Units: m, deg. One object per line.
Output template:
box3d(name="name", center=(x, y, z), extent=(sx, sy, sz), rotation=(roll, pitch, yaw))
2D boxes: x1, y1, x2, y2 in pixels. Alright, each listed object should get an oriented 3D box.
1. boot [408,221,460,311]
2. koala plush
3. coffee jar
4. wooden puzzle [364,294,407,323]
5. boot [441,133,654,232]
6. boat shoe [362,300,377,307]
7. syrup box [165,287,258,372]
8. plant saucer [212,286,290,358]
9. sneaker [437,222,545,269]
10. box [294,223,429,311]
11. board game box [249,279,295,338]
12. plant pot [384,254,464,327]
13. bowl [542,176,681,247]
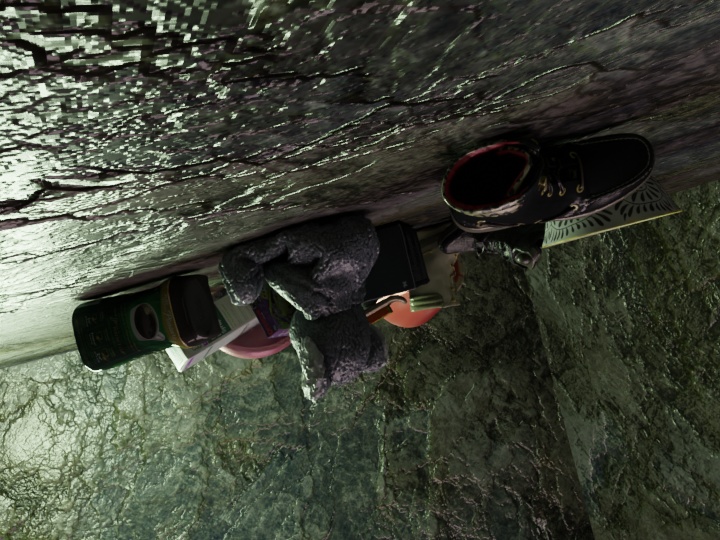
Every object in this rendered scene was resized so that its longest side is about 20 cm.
box3d(name="boot", center=(0.172, -0.012, 1.153), extent=(0.198, 0.156, 0.072), rotation=(-15, 177, 5))
box3d(name="koala plush", center=(-0.043, 0.049, 0.748), extent=(0.183, 0.202, 0.177), rotation=(-16, 176, 36))
box3d(name="coffee jar", center=(-0.303, 0.073, 0.878), extent=(0.198, 0.105, 0.085), rotation=(-14, 180, 11))
box3d(name="wooden puzzle", center=(-0.007, 0.096, 1.079), extent=(0.198, 0.038, 0.185), rotation=(-26, 175, 3))
box3d(name="boot", center=(0.171, -0.084, 0.551), extent=(0.202, 0.074, 0.154), rotation=(-15, 175, 15))
box3d(name="boat shoe", center=(0.034, 0.023, 1.203), extent=(0.071, 0.071, 0.201), rotation=(-13, -154, 22))
box3d(name="syrup box", center=(-0.256, 0.091, 1.098), extent=(0.199, 0.079, 0.081), rotation=(-31, 173, -37))
box3d(name="plant saucer", center=(-0.218, 0.104, 1.218), extent=(0.199, 0.201, 0.051), rotation=(-13, 133, -29))
box3d(name="sneaker", center=(0.238, -0.050, 1.063), extent=(0.197, 0.115, 0.076), rotation=(-15, 149, -2))
box3d(name="box", center=(0.000, 0.000, 1.016), extent=(0.198, 0.105, 0.182), rotation=(-15, 179, 12))
box3d(name="board game box", center=(-0.125, 0.049, 1.019), extent=(0.032, 0.121, 0.200), rotation=(-39, 165, 15))
box3d(name="plant pot", center=(0.136, 0.017, 1.414), extent=(0.199, 0.202, 0.177), rotation=(-13, 168, -28))
box3d(name="bowl", center=(0.358, -0.105, 0.909), extent=(0.199, 0.095, 0.201), rotation=(-15, 178, -1))
